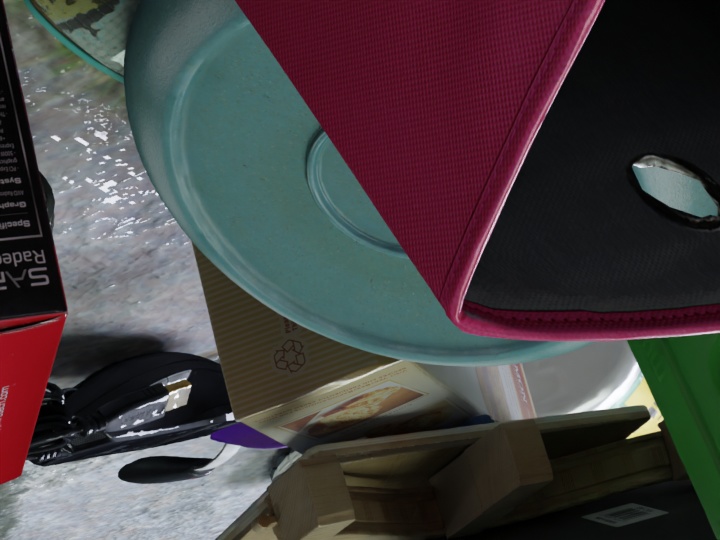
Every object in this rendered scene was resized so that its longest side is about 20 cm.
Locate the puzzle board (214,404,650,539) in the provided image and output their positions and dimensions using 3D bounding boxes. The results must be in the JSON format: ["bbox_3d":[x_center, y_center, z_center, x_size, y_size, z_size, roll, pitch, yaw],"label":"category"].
[{"bbox_3d":[0.009,0.100,0.971,0.151,0.017,0.200,-6,158,-28],"label":"puzzle board"}]

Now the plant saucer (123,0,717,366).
[{"bbox_3d":[0.016,-0.034,0.744,0.200,0.027,0.200,11,137,10],"label":"plant saucer"}]

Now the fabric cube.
[{"bbox_3d":[0.084,-0.125,0.536,0.196,0.199,0.200,-3,132,-34],"label":"fabric cube"}]

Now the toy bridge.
[{"bbox_3d":[0.048,0.081,0.884,0.200,0.027,0.067,-7,159,-29],"label":"toy bridge"}]

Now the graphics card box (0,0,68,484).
[{"bbox_3d":[-0.130,-0.048,0.660,0.051,0.200,0.125,-9,158,-17],"label":"graphics card box"}]

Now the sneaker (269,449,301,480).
[{"bbox_3d":[0.019,0.129,1.393,0.078,0.086,0.200,5,151,-42],"label":"sneaker"}]

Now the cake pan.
[{"bbox_3d":[0.103,0.113,0.899,0.200,0.037,0.200,-11,-175,1],"label":"cake pan"}]

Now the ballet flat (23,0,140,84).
[{"bbox_3d":[-0.018,-0.074,0.793,0.200,0.069,0.071,31,147,-26],"label":"ballet flat"}]

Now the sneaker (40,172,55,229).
[{"bbox_3d":[-0.207,0.000,0.915,0.200,0.078,0.091,-15,173,16],"label":"sneaker"}]

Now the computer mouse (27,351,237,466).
[{"bbox_3d":[-0.115,0.061,1.142,0.200,0.046,0.140,-9,170,-40],"label":"computer mouse"}]

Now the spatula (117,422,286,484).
[{"bbox_3d":[-0.075,0.093,1.195,0.056,0.021,0.200,-14,175,-35],"label":"spatula"}]

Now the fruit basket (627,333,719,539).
[{"bbox_3d":[0.164,0.014,0.835,0.155,0.216,0.216,-12,159,-13],"label":"fruit basket"}]

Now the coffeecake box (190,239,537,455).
[{"bbox_3d":[0.000,0.000,0.947,0.073,0.154,0.200,-20,159,13],"label":"coffeecake box"}]

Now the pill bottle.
[{"bbox_3d":[0.118,0.048,1.221,0.113,0.113,0.200,-21,159,13],"label":"pill bottle"}]
